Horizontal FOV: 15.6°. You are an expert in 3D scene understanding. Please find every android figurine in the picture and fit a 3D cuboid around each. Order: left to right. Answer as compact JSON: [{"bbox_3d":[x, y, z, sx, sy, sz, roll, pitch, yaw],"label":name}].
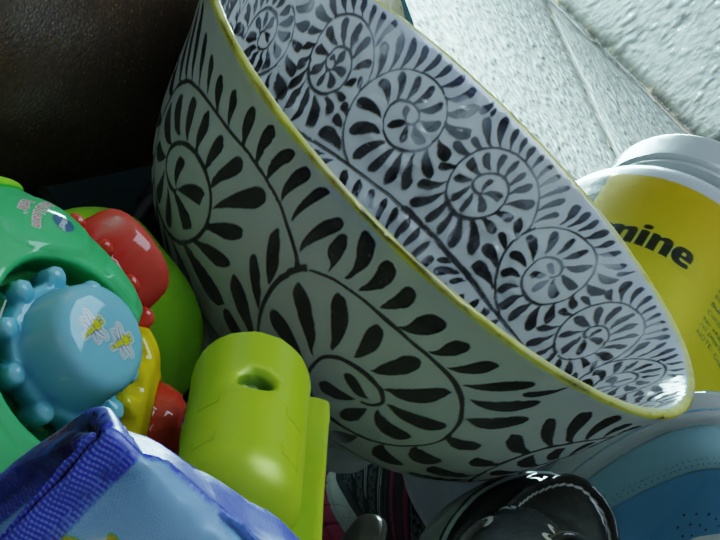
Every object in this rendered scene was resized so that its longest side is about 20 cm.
[{"bbox_3d":[-0.036,0.112,0.661,0.041,0.182,0.200,9,28,-1],"label":"android figurine"}]

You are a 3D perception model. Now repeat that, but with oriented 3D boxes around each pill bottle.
[{"bbox_3d":[0.101,0.030,1.023,0.112,0.112,0.200,45,39,-7],"label":"pill bottle"}]

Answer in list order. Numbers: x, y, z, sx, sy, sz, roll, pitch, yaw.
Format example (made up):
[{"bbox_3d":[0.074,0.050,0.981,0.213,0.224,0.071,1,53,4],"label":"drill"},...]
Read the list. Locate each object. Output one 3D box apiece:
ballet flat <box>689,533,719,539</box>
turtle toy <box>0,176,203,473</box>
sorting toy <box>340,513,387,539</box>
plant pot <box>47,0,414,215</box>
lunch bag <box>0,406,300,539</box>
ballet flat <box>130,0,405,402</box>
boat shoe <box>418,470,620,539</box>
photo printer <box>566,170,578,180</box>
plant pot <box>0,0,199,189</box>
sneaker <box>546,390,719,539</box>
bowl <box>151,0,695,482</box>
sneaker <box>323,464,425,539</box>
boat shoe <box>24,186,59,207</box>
[{"bbox_3d":[0.093,0.141,0.747,0.069,0.069,0.200,40,43,-25],"label":"ballet flat"},{"bbox_3d":[-0.096,0.032,0.697,0.101,0.146,0.200,11,18,-2],"label":"turtle toy"},{"bbox_3d":[0.028,0.202,0.754,0.200,0.107,0.180,44,21,-9],"label":"sorting toy"},{"bbox_3d":[-0.054,-0.040,1.003,0.200,0.200,0.188,14,49,-66],"label":"plant pot"},{"bbox_3d":[-0.049,0.123,0.507,0.151,0.200,0.094,42,14,-17],"label":"lunch bag"},{"bbox_3d":[-0.045,-0.016,0.885,0.066,0.200,0.057,34,-4,-2],"label":"ballet flat"},{"bbox_3d":[0.044,0.104,0.740,0.069,0.057,0.200,48,28,-2],"label":"boat shoe"},{"bbox_3d":[0.057,0.025,1.188,0.200,0.166,0.070,33,39,-43],"label":"photo printer"},{"bbox_3d":[-0.137,-0.097,0.815,0.200,0.187,0.187,14,34,-46],"label":"plant pot"},{"bbox_3d":[0.085,0.144,0.882,0.079,0.200,0.131,18,35,-28],"label":"sneaker"},{"bbox_3d":[0.000,0.000,0.812,0.201,0.094,0.201,40,18,-16],"label":"bowl"},{"bbox_3d":[0.051,0.141,1.025,0.200,0.075,0.081,54,15,24],"label":"sneaker"},{"bbox_3d":[-0.132,0.013,0.845,0.062,0.073,0.200,36,22,-51],"label":"boat shoe"}]
